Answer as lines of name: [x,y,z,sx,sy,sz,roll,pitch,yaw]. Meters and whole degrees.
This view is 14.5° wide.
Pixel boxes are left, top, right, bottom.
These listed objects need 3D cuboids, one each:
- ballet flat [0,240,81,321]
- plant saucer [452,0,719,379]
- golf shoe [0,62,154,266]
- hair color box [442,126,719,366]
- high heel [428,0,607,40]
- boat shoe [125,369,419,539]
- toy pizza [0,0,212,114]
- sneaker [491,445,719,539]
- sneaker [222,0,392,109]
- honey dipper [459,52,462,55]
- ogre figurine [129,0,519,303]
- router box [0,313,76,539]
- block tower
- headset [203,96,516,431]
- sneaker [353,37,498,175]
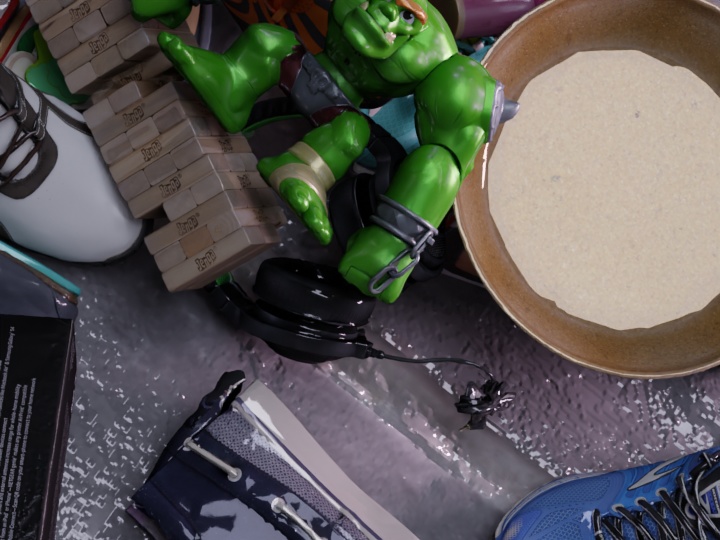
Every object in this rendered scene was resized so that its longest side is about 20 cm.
ballet flat: [-0.230,-0.017,1.387,0.200,0.073,0.073,37,64,-12]
plant saucer: [0.135,-0.044,1.423,0.199,0.035,0.201,2,82,-15]
golf shoe: [-0.187,-0.066,1.389,0.200,0.094,0.078,37,93,-10]
hair color box: [0.138,-0.012,1.494,0.199,0.102,0.061,19,69,-11]
high heel: [0.054,-0.186,1.494,0.096,0.068,0.200,-8,49,-24]
boat shoe: [-0.028,0.151,1.404,0.200,0.075,0.093,44,71,8]
toy pizza: [-0.171,-0.147,1.470,0.199,0.032,0.201,6,70,-17]
sneaker: [0.160,0.125,1.462,0.199,0.089,0.079,-16,77,-23]
sneaker: [-0.060,-0.159,1.426,0.200,0.112,0.078,44,99,15]
honey dipper: [-0.003,-0.143,1.484,0.200,0.038,0.038,36,62,20]
ogre figurine: [-0.013,-0.097,1.366,0.120,0.098,0.200,-39,65,-3]
router box: [-0.215,0.109,1.307,0.148,0.051,0.201,4,52,0]
block tower: [-0.107,-0.090,1.413,0.201,0.058,0.054,65,23,9]
headset: [0.000,0.000,1.445,0.200,0.094,0.124,47,108,12]
sneaker: [0.058,-0.125,1.516,0.200,0.080,0.078,-41,89,-25]
